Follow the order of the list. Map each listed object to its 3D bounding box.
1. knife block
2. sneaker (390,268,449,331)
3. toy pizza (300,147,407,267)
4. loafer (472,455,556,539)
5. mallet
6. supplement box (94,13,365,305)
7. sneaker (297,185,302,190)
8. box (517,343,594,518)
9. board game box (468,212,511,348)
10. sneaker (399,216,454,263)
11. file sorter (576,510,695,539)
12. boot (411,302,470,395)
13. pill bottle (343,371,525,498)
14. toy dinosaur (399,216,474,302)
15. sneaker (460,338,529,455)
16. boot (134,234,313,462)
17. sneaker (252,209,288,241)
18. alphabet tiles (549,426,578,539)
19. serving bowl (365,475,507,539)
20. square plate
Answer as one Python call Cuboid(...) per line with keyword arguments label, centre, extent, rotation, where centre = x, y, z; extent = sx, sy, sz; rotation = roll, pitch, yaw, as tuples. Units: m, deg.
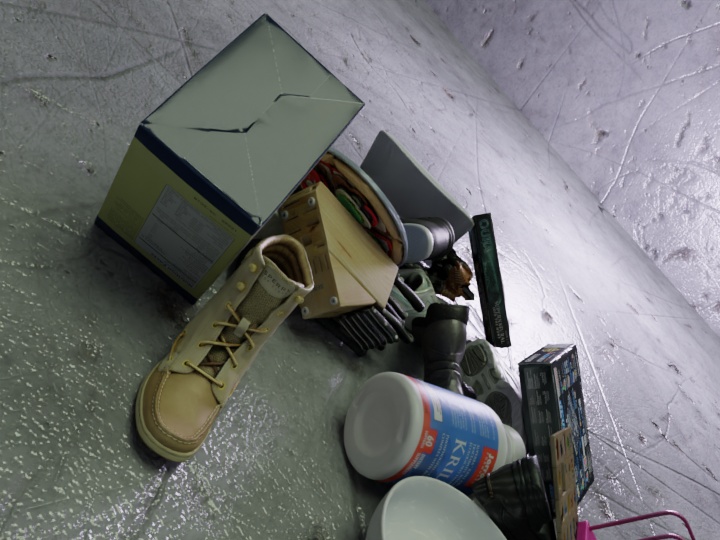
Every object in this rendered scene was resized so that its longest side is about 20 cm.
Cuboid(label="knife block", centre=(0.000, 0.000, 0.946), extent=(0.175, 0.064, 0.201), rotation=(-3, 77, -51))
Cuboid(label="sneaker", centre=(0.080, 0.043, 1.099), extent=(0.200, 0.080, 0.071), rotation=(14, 36, -50))
Cuboid(label="toy pizza", centre=(-0.021, -0.075, 0.973), extent=(0.200, 0.032, 0.200), rotation=(41, -20, 18))
Cuboid(label="loafer", centre=(0.173, 0.275, 0.849), extent=(0.073, 0.072, 0.200), rotation=(-88, 162, -53))
Cuboid(label="mallet", centre=(-0.068, 0.045, 0.925), extent=(0.200, 0.041, 0.066), rotation=(43, 25, -13))
Cuboid(label="supplement box", centre=(-0.134, -0.106, 0.782), extent=(0.134, 0.200, 0.200), rotation=(41, 54, -8))
Cuboid(label="sneaker", centre=(-0.047, -0.119, 1.166), extent=(0.200, 0.076, 0.091), rotation=(50, 15, 2))
Cuboid(label="box", centre=(0.264, 0.207, 1.039), extent=(0.159, 0.046, 0.201), rotation=(-10, 92, -62))
Cuboid(label="board game box", centre=(0.197, 0.015, 1.201), extent=(0.135, 0.028, 0.201), rotation=(-1, 82, -87))
Cuboid(label="sneaker", centre=(0.042, -0.045, 1.088), extent=(0.200, 0.071, 0.099), rotation=(9, 9, 40))
Cuboid(label="file sorter", centre=(0.316, 0.376, 0.844), extent=(0.139, 0.125, 0.200), rotation=(64, 24, -8))
Cuboid(label="boot", centre=(0.098, 0.124, 1.003), extent=(0.200, 0.070, 0.132), rotation=(80, 13, -75))
Cuboid(label="pill bottle", centre=(0.089, 0.187, 0.849), extent=(0.200, 0.112, 0.112), rotation=(23, 32, -36))
Cuboid(label="toy dinosaur", centre=(0.127, -0.004, 1.174), extent=(0.136, 0.200, 0.102), rotation=(41, 63, -1))
Cuboid(label="sneaker", centre=(0.203, 0.185, 1.075), extent=(0.099, 0.078, 0.200), rotation=(34, 28, -32))
Cuboid(label="boot", centre=(-0.114, 0.060, 0.685), extent=(0.073, 0.155, 0.200), rotation=(39, 26, -11))
Cuboid(label="sneaker", centre=(-0.087, -0.040, 0.984), extent=(0.200, 0.075, 0.085), rotation=(40, 25, -33))
Cuboid(label="alphabet tiles", centre=(0.238, 0.286, 0.894), extent=(0.167, 0.008, 0.201), rotation=(20, 67, -68))
Cuboid(label="serving bowl", centre=(0.075, 0.295, 0.719), extent=(0.200, 0.066, 0.200), rotation=(35, 26, -20))
Cuboid(label="square plate", centre=(0.080, -0.112, 1.232), extent=(0.198, 0.200, 0.028), rotation=(46, 66, 3))
